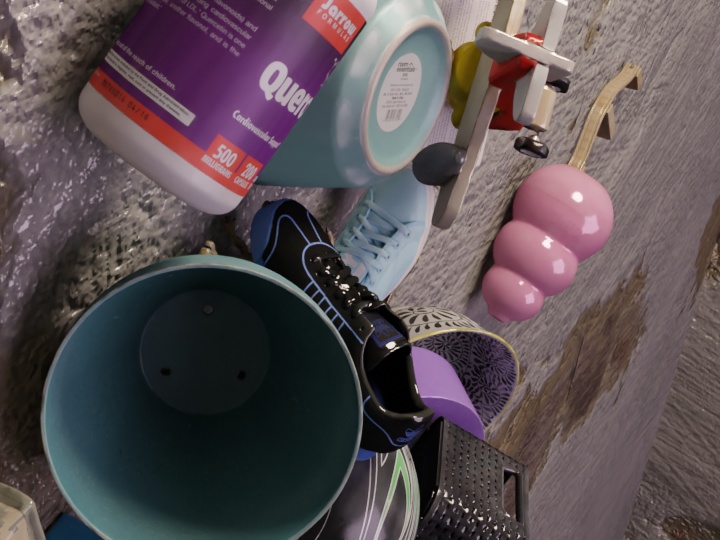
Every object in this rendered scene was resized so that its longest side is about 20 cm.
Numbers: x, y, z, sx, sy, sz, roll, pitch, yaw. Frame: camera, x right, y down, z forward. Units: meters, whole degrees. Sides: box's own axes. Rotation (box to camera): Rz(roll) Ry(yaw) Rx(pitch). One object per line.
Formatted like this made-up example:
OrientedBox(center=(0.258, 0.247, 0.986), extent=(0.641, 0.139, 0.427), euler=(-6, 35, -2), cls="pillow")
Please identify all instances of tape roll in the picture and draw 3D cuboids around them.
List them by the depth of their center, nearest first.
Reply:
OrientedBox(center=(0.012, 0.163, 1.114), extent=(0.198, 0.066, 0.201), euler=(-15, 136, -14), cls="tape roll")

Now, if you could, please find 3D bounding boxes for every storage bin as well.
OrientedBox(center=(0.053, 0.246, 1.045), extent=(0.201, 0.093, 0.136), euler=(-55, -170, 26), cls="storage bin")

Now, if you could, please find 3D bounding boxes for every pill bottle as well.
OrientedBox(center=(-0.067, -0.140, 0.698), extent=(0.201, 0.112, 0.112), euler=(-54, 157, 4), cls="pill bottle")

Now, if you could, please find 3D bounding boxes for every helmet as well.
OrientedBox(center=(-0.048, 0.172, 0.933), extent=(0.191, 0.200, 0.200), euler=(-47, 153, -7), cls="helmet")

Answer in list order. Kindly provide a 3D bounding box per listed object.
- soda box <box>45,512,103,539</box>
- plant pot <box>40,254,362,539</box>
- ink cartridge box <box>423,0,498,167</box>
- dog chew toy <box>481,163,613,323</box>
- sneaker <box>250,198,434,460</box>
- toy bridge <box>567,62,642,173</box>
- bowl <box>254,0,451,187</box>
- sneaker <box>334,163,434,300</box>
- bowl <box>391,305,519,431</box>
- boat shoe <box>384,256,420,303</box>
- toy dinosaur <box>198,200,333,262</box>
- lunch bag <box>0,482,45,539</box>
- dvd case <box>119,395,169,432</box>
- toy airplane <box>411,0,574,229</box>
OrientedBox(center=(-0.234, 0.271, 0.816), extent=(0.200, 0.067, 0.064), euler=(-52, 153, -30), cls="soda box")
OrientedBox(center=(-0.105, 0.076, 0.805), extent=(0.135, 0.198, 0.202), euler=(-116, -137, -73), cls="plant pot")
OrientedBox(center=(0.053, -0.184, 1.044), extent=(0.175, 0.045, 0.202), euler=(-8, 121, -38), cls="ink cartridge box")
OrientedBox(center=(0.217, -0.027, 1.453), extent=(0.201, 0.124, 0.125), euler=(-56, 156, -3), cls="dog chew toy")
OrientedBox(center=(-0.009, 0.032, 0.854), extent=(0.070, 0.202, 0.078), euler=(-18, 170, -45), cls="sneaker")
OrientedBox(center=(0.329, -0.205, 1.633), extent=(0.201, 0.027, 0.067), euler=(-57, 152, -21), cls="toy bridge")
OrientedBox(center=(-0.006, -0.140, 0.870), extent=(0.201, 0.104, 0.202), euler=(-43, 147, -38), cls="bowl")
OrientedBox(center=(0.000, 0.000, 1.016), extent=(0.201, 0.073, 0.082), euler=(-61, 176, 5), cls="sneaker")
OrientedBox(center=(0.048, 0.099, 1.186), extent=(0.199, 0.095, 0.202), euler=(-14, 137, -13), cls="bowl")
OrientedBox(center=(0.022, -0.010, 1.115), extent=(0.201, 0.059, 0.072), euler=(-57, 155, -22), cls="boat shoe")
OrientedBox(center=(-0.057, 0.015, 0.927), extent=(0.199, 0.058, 0.102), euler=(34, 57, -36), cls="toy dinosaur")
OrientedBox(center=(-0.251, 0.226, 0.679), extent=(0.164, 0.117, 0.201), euler=(-47, 145, -40), cls="lunch bag")
OrientedBox(center=(-0.134, 0.138, 0.963), extent=(0.200, 0.025, 0.152), euler=(-33, 139, -53), cls="dvd case")
OrientedBox(center=(0.097, -0.160, 0.959), extent=(0.201, 0.140, 0.200), euler=(-64, 169, -48), cls="toy airplane")
